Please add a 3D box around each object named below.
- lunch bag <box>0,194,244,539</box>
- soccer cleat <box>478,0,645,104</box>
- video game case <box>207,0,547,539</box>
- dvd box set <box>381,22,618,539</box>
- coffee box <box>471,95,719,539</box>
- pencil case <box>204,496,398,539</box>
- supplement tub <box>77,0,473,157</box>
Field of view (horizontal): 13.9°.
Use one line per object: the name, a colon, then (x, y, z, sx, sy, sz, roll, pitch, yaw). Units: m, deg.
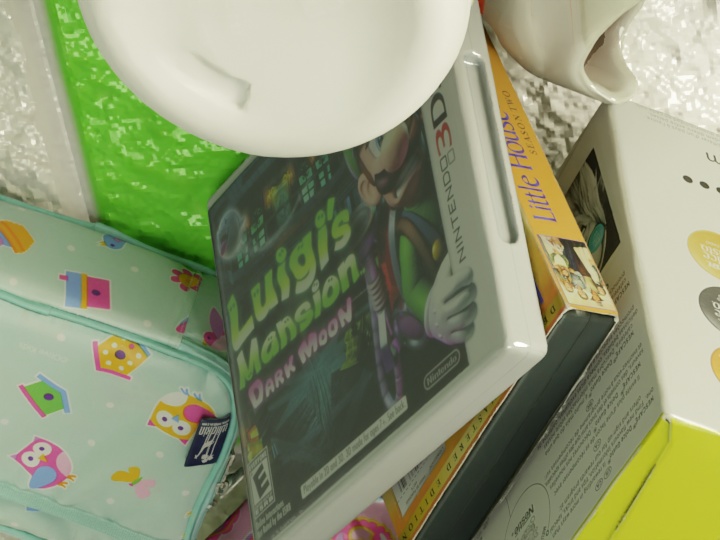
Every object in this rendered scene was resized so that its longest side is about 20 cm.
lunch bag: (-0.147, 0.057, 1.359, 0.199, 0.077, 0.161, 20, 126, -4)
soccer cleat: (0.105, -0.155, 1.162, 0.077, 0.069, 0.200, 35, 135, 20)
video game case: (0.000, 0.000, 1.212, 0.023, 0.182, 0.200, 9, 146, -30)
dvd box set: (0.032, -0.003, 1.214, 0.029, 0.200, 0.147, 8, 130, -29)
coffee box: (0.152, 0.088, 1.229, 0.199, 0.198, 0.200, 19, 127, -18)
pencil case: (-0.046, 0.159, 1.377, 0.087, 0.087, 0.200, 35, 104, -14)
supplement tub: (-0.017, -0.151, 1.110, 0.144, 0.200, 0.145, 6, 126, 8)
